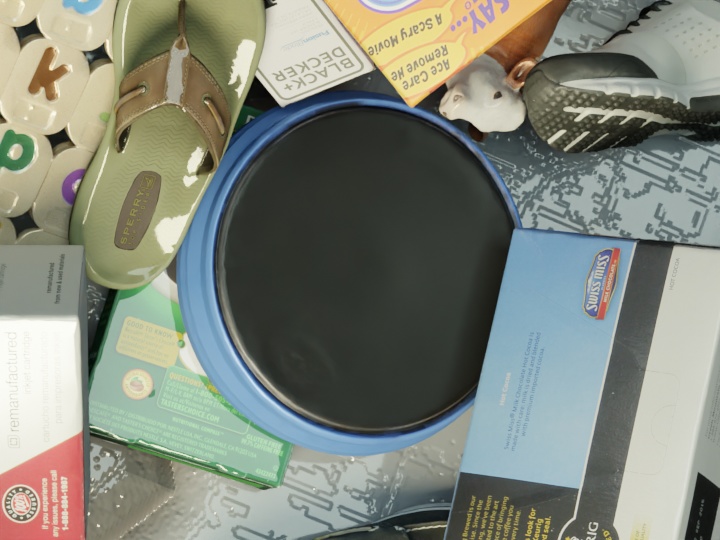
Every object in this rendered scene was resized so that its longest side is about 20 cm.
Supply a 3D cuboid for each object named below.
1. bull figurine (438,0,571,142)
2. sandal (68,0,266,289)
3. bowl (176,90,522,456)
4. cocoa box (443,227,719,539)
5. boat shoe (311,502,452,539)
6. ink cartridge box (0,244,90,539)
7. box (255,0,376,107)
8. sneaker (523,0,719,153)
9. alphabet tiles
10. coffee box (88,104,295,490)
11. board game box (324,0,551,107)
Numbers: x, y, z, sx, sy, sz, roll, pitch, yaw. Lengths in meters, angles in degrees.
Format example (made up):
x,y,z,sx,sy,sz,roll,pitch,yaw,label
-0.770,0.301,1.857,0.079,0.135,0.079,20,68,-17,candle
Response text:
x,y,z,sx,sy,sz,roll,pitch,yaw,label
0.076,-0.168,1.582,0.121,0.065,0.200,37,64,-4,bull figurine
-0.096,-0.076,1.449,0.080,0.057,0.201,10,111,-15,sandal
0.000,0.000,1.526,0.200,0.039,0.201,2,86,-21,bowl
0.140,0.093,1.510,0.131,0.133,0.200,7,76,27,cocoa box
-0.005,0.174,1.538,0.200,0.057,0.069,-13,86,-12,boat shoe
-0.241,0.068,1.447,0.200,0.083,0.146,0,118,-3,ink cartridge box
-0.066,-0.195,1.478,0.060,0.200,0.117,-22,44,21,box
0.162,-0.115,1.578,0.200,0.074,0.080,-5,73,-43,sneaker
-0.176,-0.075,1.466,0.200,0.015,0.196,19,104,-26,alphabet tiles
-0.074,0.010,1.550,0.123,0.044,0.200,17,81,-10,coffee box
0.057,-0.240,1.400,0.200,0.200,0.200,-36,98,22,board game box
